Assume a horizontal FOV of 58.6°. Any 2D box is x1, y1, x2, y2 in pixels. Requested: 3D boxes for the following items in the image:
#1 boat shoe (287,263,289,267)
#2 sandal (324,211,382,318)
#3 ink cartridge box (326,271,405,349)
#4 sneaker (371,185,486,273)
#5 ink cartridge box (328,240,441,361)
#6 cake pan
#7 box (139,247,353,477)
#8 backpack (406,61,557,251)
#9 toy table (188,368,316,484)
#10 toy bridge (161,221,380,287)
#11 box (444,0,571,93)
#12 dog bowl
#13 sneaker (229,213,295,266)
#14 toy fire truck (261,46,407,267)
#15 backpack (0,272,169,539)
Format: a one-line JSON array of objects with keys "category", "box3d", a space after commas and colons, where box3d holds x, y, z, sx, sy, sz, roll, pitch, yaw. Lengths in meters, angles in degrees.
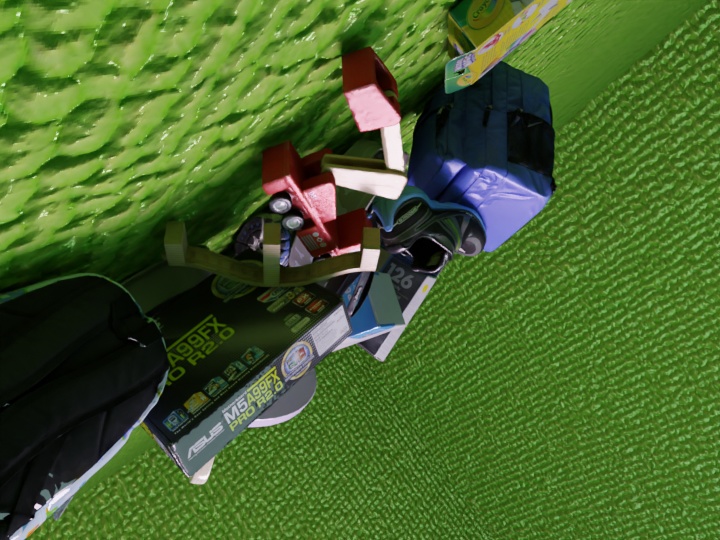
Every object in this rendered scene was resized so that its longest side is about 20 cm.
[{"category": "boat shoe", "box3d": [-0.170, 0.041, 0.952, 0.200, 0.071, 0.065, -47, 170, -2]}, {"category": "sandal", "box3d": [0.000, 0.000, 0.729, 0.202, 0.042, 0.076, -59, 175, -6]}, {"category": "ink cartridge box", "box3d": [-0.053, 0.073, 0.907, 0.197, 0.086, 0.144, -22, 170, 16]}, {"category": "sneaker", "box3d": [0.079, -0.036, 0.715, 0.070, 0.085, 0.198, -14, 167, 34]}, {"category": "ink cartridge box", "box3d": [0.012, 0.005, 1.017, 0.202, 0.196, 0.047, -57, 151, -3]}, {"category": "cake pan", "box3d": [-0.237, 0.051, 0.702, 0.199, 0.037, 0.200, -37, 175, -4]}, {"category": "box", "box3d": [-0.129, 0.072, 0.603, 0.199, 0.159, 0.045, -39, 133, -27]}, {"category": "backpack", "box3d": [0.151, -0.161, 0.792, 0.162, 0.165, 0.204, -41, -149, 56]}, {"category": "toy table", "box3d": [-0.165, 0.139, 0.751, 0.117, 0.197, 0.186, -48, -155, 42]}, {"category": "toy bridge", "box3d": [-0.082, -0.012, 0.588, 0.195, 0.028, 0.068, 1, 144, -7]}, {"category": "box", "box3d": [0.153, -0.258, 0.619, 0.199, 0.049, 0.117, -41, 175, 5]}, {"category": "dog bowl", "box3d": [-0.016, -0.065, 0.763, 0.202, 0.058, 0.200, -59, 175, -9]}, {"category": "sneaker", "box3d": [-0.130, -0.001, 0.794, 0.199, 0.077, 0.085, -41, 178, 35]}, {"category": "toy fire truck", "box3d": [-0.011, -0.082, 0.571, 0.138, 0.049, 0.201, -17, 139, 15]}, {"category": "backpack", "box3d": [-0.238, 0.088, 0.465, 0.200, 0.164, 0.153, -42, -173, -34]}]
